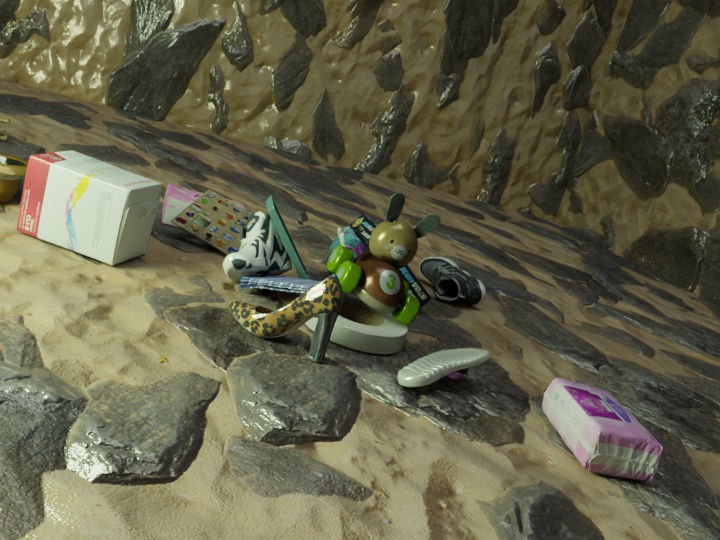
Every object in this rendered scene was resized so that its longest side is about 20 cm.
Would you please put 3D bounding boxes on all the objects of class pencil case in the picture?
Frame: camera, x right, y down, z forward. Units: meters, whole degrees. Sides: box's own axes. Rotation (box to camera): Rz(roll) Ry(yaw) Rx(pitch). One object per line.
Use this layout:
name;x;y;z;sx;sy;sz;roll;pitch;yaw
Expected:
pencil case;-0.028;-0.039;1.858;0.091;0.086;0.200;-25;12;10

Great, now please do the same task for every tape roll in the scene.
tape roll;-0.010;0.095;1.480;0.200;0.038;0.203;17;13;-4

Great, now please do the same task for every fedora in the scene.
fedora;-0.724;-0.184;1.571;0.197;0.083;0.201;14;10;-2

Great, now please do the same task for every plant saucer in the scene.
plant saucer;-0.144;-0.052;1.623;0.019;0.202;0.070;-24;28;0

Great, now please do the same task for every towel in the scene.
towel;-0.115;0.032;1.522;0.197;0.024;0.144;7;5;20

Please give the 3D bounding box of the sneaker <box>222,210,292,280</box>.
sneaker;-0.215;-0.055;1.574;0.079;0.131;0.198;-25;-11;31

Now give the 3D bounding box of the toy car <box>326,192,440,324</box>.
toy car;0.061;-0.035;1.487;0.163;0.201;0.158;28;13;-21

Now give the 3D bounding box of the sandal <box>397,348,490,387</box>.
sandal;0.139;0.172;1.361;0.201;0.051;0.082;-11;14;-37

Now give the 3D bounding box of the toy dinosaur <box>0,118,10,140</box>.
toy dinosaur;-0.951;-0.371;2.047;0.100;0.059;0.200;9;16;-26

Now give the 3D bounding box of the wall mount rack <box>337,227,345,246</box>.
wall mount rack;0.000;0.000;1.661;0.173;0.075;0.200;41;2;-9

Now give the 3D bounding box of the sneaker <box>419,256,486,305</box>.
sneaker;0.201;0.020;1.935;0.199;0.076;0.113;32;17;36

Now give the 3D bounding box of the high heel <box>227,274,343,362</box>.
high heel;-0.122;0.046;1.309;0.198;0.145;0.071;23;15;19

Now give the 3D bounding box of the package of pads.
package of pads;0.380;0.252;1.283;0.119;0.077;0.200;16;14;-12

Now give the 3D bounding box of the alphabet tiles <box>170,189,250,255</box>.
alphabet tiles;-0.289;-0.095;1.755;0.198;0.008;0.167;30;35;4

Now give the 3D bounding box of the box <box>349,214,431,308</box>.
box;0.065;-0.020;1.757;0.201;0.046;0.159;52;-1;-22

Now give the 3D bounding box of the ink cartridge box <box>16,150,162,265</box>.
ink cartridge box;-0.491;-0.117;1.468;0.197;0.147;0.145;19;13;7

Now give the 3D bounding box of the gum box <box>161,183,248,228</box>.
gum box;-0.354;-0.133;1.854;0.197;0.067;0.114;14;16;-18
